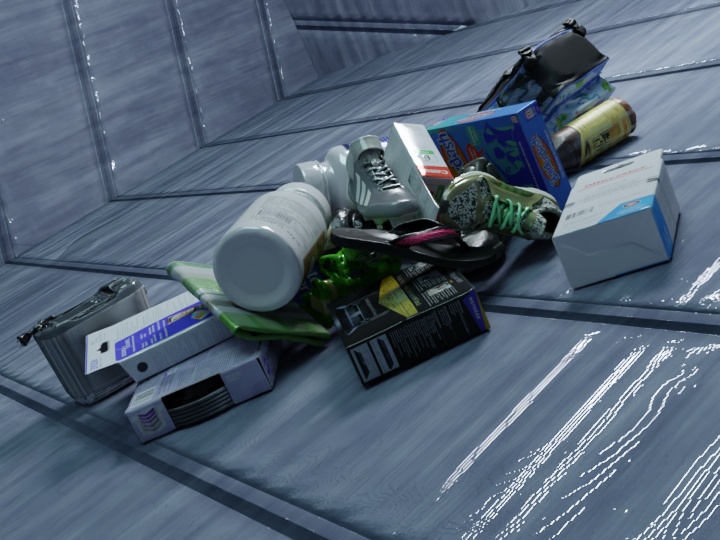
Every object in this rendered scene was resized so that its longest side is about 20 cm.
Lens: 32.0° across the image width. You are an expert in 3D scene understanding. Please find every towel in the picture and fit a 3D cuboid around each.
[{"bbox_3d":[-0.147,0.044,1.599,0.149,0.031,0.200,6,20,-36],"label":"towel"}]

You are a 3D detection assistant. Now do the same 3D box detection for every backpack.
[{"bbox_3d":[0.280,-0.258,1.938,0.183,0.147,0.200,-37,-5,-43],"label":"backpack"}]

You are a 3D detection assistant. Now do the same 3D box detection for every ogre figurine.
[{"bbox_3d":[0.000,0.000,1.605,0.120,0.200,0.098,-22,53,-30],"label":"ogre figurine"}]

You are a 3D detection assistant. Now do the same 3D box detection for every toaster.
[{"bbox_3d":[-0.380,0.106,1.818,0.200,0.130,0.114,-31,15,-24],"label":"toaster"}]

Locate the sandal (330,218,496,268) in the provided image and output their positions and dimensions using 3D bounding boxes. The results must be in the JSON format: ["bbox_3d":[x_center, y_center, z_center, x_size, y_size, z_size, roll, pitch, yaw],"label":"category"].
[{"bbox_3d":[0.065,-0.038,1.469,0.199,0.045,0.075,9,12,-6],"label":"sandal"}]

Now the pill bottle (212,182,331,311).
[{"bbox_3d":[-0.104,-0.038,1.600,0.114,0.115,0.200,-19,17,21],"label":"pill bottle"}]

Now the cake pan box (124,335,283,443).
[{"bbox_3d":[-0.193,0.130,1.589,0.184,0.052,0.200,-25,14,7],"label":"cake pan box"}]

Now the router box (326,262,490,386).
[{"bbox_3d":[0.050,0.052,1.455,0.157,0.052,0.200,-25,14,-1],"label":"router box"}]

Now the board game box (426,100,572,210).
[{"bbox_3d":[0.188,-0.143,1.713,0.045,0.153,0.200,-34,16,-30],"label":"board game box"}]

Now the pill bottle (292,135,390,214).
[{"bbox_3d":[0.009,-0.128,1.823,0.199,0.120,0.120,-12,11,-15],"label":"pill bottle"}]

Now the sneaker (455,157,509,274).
[{"bbox_3d":[0.145,-0.071,1.616,0.076,0.115,0.200,-19,18,29],"label":"sneaker"}]

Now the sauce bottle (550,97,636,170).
[{"bbox_3d":[0.313,-0.183,1.825,0.200,0.066,0.066,-33,16,-21],"label":"sauce bottle"}]

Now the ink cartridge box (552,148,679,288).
[{"bbox_3d":[0.295,-0.062,1.424,0.115,0.067,0.200,-18,17,25],"label":"ink cartridge box"}]

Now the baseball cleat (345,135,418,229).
[{"bbox_3d":[0.018,-0.118,1.626,0.069,0.107,0.200,-11,14,-19],"label":"baseball cleat"}]

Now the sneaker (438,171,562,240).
[{"bbox_3d":[0.184,-0.071,1.513,0.199,0.077,0.089,3,14,-35],"label":"sneaker"}]

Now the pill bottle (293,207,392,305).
[{"bbox_3d":[-0.047,-0.021,1.751,0.199,0.112,0.112,-22,15,14],"label":"pill bottle"}]

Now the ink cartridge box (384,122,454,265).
[{"bbox_3d":[0.079,-0.096,1.651,0.050,0.109,0.200,1,37,-21],"label":"ink cartridge box"}]

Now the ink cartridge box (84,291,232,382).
[{"bbox_3d":[-0.269,0.087,1.678,0.199,0.044,0.198,-23,16,-6],"label":"ink cartridge box"}]

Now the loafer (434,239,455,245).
[{"bbox_3d":[0.099,-0.071,1.763,0.072,0.063,0.200,-30,12,-13],"label":"loafer"}]
